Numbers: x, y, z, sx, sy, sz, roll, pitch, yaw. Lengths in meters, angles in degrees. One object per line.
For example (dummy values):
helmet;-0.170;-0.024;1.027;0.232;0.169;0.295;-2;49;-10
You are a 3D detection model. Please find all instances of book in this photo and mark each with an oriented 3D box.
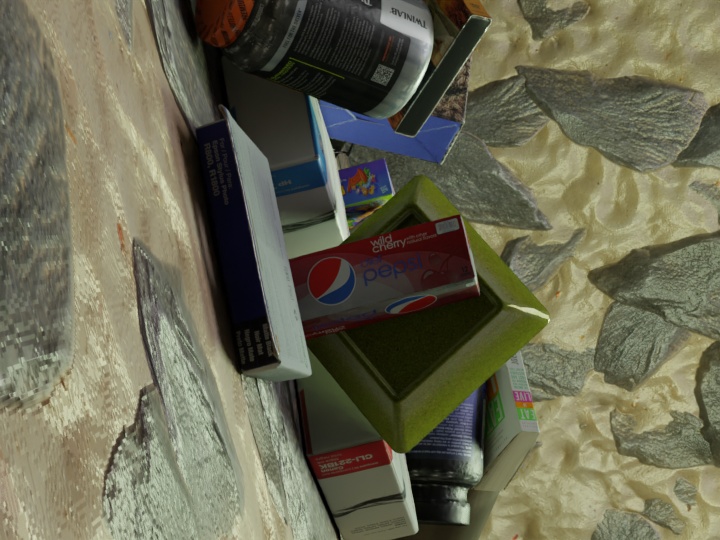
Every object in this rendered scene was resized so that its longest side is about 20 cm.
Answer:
book;0.155;0.138;1.744;0.134;0.047;0.202;119;-31;-46

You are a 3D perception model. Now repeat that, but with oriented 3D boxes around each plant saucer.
plant saucer;0.045;0.035;1.412;0.200;0.200;0.048;48;-1;17

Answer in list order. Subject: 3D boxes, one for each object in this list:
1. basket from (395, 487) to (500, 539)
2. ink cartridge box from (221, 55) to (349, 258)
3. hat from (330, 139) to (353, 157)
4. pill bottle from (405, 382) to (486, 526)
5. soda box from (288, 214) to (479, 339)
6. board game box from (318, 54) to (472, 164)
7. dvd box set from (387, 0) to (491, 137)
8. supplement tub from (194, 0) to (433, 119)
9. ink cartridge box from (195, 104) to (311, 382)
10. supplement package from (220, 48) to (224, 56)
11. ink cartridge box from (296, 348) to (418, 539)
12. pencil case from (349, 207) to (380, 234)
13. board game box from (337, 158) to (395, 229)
basket;0.103;0.274;1.842;0.201;0.134;0.182;114;-29;-43
ink cartridge box;-0.071;-0.109;1.484;0.201;0.085;0.148;75;3;-59
hat;-0.064;-0.163;1.700;0.082;0.198;0.201;-63;-172;15
pill bottle;0.087;0.187;1.689;0.112;0.110;0.203;63;30;-76
soda box;0.007;0.010;1.361;0.070;0.197;0.064;63;14;-73
board game box;0.037;-0.239;1.600;0.097;0.157;0.203;119;-19;-63
dvd box set;0.043;-0.251;1.441;0.147;0.029;0.201;-54;-136;33
supplement tub;-0.043;-0.223;1.346;0.122;0.198;0.124;-33;-132;48
ink cartridge box;-0.089;-0.014;1.188;0.200;0.040;0.203;57;20;-80
supplement package;-0.102;-0.323;1.494;0.122;0.118;0.203;68;9;-65
ink cartridge box;-0.004;0.175;1.535;0.201;0.083;0.146;71;7;-51
pencil case;0.000;0.000;1.633;0.200;0.088;0.079;-40;137;-48
board game box;-0.020;-0.067;1.767;0.200;0.132;0.045;63;13;-75
